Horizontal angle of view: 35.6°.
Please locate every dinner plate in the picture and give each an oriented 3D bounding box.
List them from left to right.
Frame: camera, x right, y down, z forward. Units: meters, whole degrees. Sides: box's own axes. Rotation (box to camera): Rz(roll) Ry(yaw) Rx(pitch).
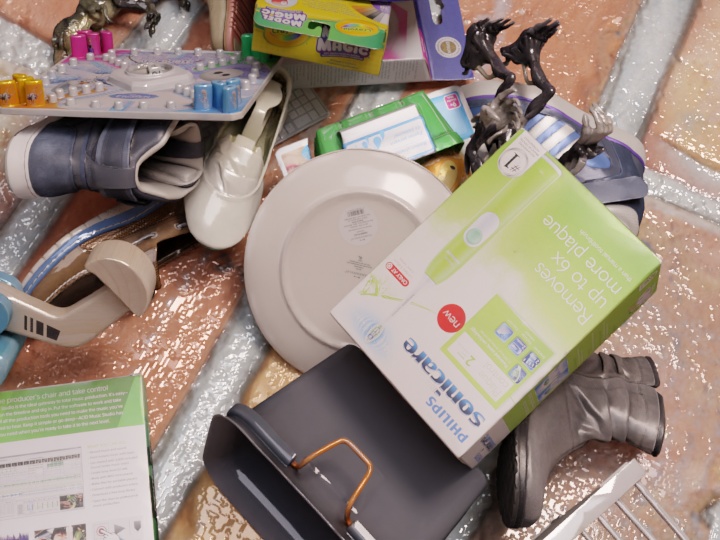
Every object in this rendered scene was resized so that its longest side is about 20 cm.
[{"bbox_3d":[0.000,0.000,0.935,0.197,0.024,0.203,0,95,0],"label":"dinner plate"}]

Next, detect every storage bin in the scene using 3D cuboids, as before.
[{"bbox_3d":[-0.004,0.156,0.861,0.200,0.146,0.134,43,58,14],"label":"storage bin"}]

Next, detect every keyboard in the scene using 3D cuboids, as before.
[{"bbox_3d":[-0.124,-0.122,1.044,0.199,0.011,0.057,-31,71,-18],"label":"keyboard"}]

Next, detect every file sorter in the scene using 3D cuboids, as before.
[{"bbox_3d":[0.155,0.246,0.791,0.138,0.201,0.125,-36,74,-20],"label":"file sorter"}]

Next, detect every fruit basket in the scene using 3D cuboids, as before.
[{"bbox_3d":[0.043,-0.047,0.978,0.183,0.094,0.202,-20,75,-8],"label":"fruit basket"}]

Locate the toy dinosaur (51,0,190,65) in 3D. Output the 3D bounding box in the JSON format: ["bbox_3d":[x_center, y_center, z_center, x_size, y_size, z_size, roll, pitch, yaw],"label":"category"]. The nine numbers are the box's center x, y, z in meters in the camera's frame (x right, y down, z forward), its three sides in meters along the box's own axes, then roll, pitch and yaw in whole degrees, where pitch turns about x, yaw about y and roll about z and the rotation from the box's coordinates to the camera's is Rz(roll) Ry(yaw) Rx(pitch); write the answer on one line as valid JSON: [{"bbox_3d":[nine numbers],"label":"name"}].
[{"bbox_3d":[-0.219,-0.266,1.087,0.087,0.048,0.201,24,61,14],"label":"toy dinosaur"}]

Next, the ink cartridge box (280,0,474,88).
[{"bbox_3d":[0.005,-0.272,1.106,0.197,0.043,0.199,-5,61,-6],"label":"ink cartridge box"}]

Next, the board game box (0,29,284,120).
[{"bbox_3d":[-0.177,-0.170,0.947,0.197,0.026,0.201,2,25,6],"label":"board game box"}]

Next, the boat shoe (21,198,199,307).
[{"bbox_3d":[-0.199,-0.010,0.950,0.199,0.072,0.072,-40,79,-19],"label":"boat shoe"}]

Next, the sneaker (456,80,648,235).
[{"bbox_3d":[0.161,-0.077,1.011,0.198,0.081,0.148,20,60,-2],"label":"sneaker"}]

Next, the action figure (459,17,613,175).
[{"bbox_3d":[0.139,-0.117,0.938,0.117,0.102,0.203,4,69,-28],"label":"action figure"}]

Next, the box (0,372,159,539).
[{"bbox_3d":[-0.231,0.187,0.873,0.142,0.036,0.203,-6,66,-8],"label":"box"}]

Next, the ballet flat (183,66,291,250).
[{"bbox_3d":[-0.103,-0.108,0.973,0.068,0.070,0.202,15,49,2],"label":"ballet flat"}]

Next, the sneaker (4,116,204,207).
[{"bbox_3d":[-0.191,-0.116,0.952,0.144,0.078,0.203,0,30,11],"label":"sneaker"}]

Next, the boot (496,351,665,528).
[{"bbox_3d":[0.182,0.127,0.898,0.130,0.070,0.201,15,47,2],"label":"boot"}]

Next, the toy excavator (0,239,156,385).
[{"bbox_3d":[-0.278,0.038,0.874,0.198,0.196,0.100,22,23,-12],"label":"toy excavator"}]

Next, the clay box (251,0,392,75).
[{"bbox_3d":[-0.029,-0.235,0.992,0.113,0.048,0.201,11,39,-1],"label":"clay box"}]

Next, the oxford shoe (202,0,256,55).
[{"bbox_3d":[-0.141,-0.282,1.097,0.073,0.071,0.203,-9,62,10],"label":"oxford shoe"}]

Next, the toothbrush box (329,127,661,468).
[{"bbox_3d":[0.101,0.022,0.833,0.200,0.086,0.146,-43,71,0],"label":"toothbrush box"}]
